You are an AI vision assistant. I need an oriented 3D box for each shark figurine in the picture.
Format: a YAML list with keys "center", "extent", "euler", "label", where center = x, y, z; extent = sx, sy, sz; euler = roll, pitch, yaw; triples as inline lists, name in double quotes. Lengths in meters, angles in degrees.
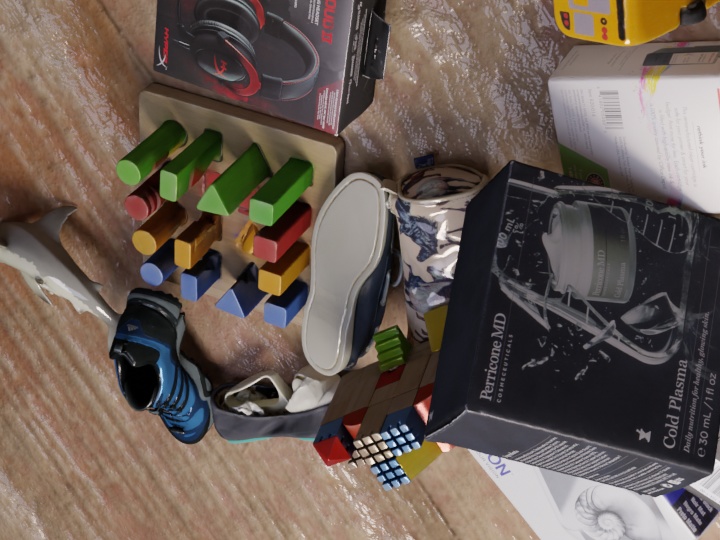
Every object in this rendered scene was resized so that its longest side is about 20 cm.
- center: [-0.284, -0.013, 1.723]
  extent: [0.214, 0.090, 0.128]
  euler: [32, 164, 19]
  label: "shark figurine"

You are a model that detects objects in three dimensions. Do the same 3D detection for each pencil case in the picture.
- center: [0.069, 0.005, 1.526]
  extent: [0.089, 0.078, 0.201]
  euler: [5, 122, 16]
  label: "pencil case"

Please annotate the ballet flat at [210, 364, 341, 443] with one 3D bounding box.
- center: [-0.063, 0.125, 1.687]
  extent: [0.199, 0.073, 0.073]
  euler: [-6, 116, 35]
  label: "ballet flat"

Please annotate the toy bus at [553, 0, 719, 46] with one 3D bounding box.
- center: [0.219, -0.218, 1.223]
  extent: [0.078, 0.200, 0.065]
  euler: [15, 126, 39]
  label: "toy bus"

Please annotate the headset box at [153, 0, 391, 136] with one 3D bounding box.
- center: [-0.064, -0.211, 1.467]
  extent: [0.199, 0.075, 0.149]
  euler: [21, 127, 17]
  label: "headset box"

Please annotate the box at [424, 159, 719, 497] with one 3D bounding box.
- center: [0.170, 0.048, 1.362]
  extent: [0.195, 0.201, 0.124]
  euler: [14, 162, -9]
  label: "box"

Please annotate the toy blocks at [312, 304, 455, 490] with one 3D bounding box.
- center: [0.041, 0.119, 1.474]
  extent: [0.199, 0.137, 0.100]
  euler: [-23, 112, 28]
  label: "toy blocks"

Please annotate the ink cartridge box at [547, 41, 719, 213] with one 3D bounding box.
- center: [0.252, -0.109, 1.357]
  extent: [0.199, 0.067, 0.118]
  euler: [3, 121, 29]
  label: "ink cartridge box"

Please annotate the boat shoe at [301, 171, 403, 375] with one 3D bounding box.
- center: [0.000, 0.000, 1.571]
  extent: [0.075, 0.062, 0.201]
  euler: [27, 122, 32]
  label: "boat shoe"

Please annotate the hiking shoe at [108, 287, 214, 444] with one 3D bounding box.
- center: [-0.197, 0.108, 1.700]
  extent: [0.074, 0.087, 0.201]
  euler: [9, 139, 25]
  label: "hiking shoe"

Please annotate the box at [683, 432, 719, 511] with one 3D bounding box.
- center: [0.367, 0.146, 1.410]
  extent: [0.199, 0.115, 0.132]
  euler: [33, 130, -2]
  label: "box"

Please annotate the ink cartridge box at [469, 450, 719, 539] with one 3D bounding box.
- center: [0.205, 0.161, 1.533]
  extent: [0.200, 0.041, 0.200]
  euler: [-33, 100, 40]
  label: "ink cartridge box"

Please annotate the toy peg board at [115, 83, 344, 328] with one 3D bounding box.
- center: [-0.128, -0.037, 1.600]
  extent: [0.199, 0.098, 0.200]
  euler: [18, 126, 20]
  label: "toy peg board"
